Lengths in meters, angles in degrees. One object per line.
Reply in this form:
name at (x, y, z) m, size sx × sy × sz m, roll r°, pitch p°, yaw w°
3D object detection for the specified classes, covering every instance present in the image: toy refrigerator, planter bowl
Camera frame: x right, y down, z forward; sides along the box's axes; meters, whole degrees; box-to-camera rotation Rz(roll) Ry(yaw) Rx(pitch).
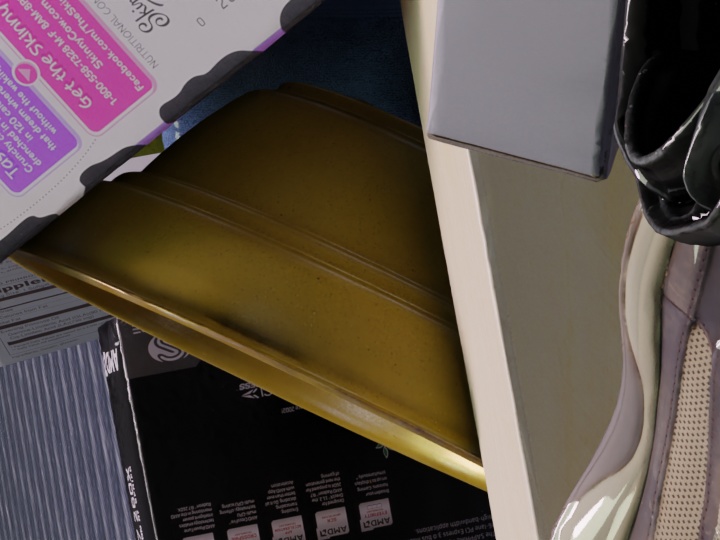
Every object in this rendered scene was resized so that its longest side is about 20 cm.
toy refrigerator at (0.064, 0.018, 0.759) m, size 0.076 × 0.070 × 0.201 m, roll 157°, pitch 103°, yaw -84°
planter bowl at (0.000, 0.000, 0.882) m, size 0.084 × 0.200 × 0.200 m, roll -65°, pitch 12°, yaw -5°

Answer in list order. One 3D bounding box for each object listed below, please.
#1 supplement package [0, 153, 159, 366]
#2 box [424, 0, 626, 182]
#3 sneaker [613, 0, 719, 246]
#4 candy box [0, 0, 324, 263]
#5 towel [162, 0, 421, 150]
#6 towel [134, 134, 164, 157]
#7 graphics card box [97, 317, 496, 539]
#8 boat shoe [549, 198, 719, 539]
supplement package at (-0.099, -0.091, 1.134) m, size 0.111 × 0.155 × 0.201 m, roll 73°, pitch -179°, yaw -65°
box at (0.056, -0.142, 0.560) m, size 0.201 × 0.041 × 0.156 m, roll 94°, pitch -166°, yaw -45°
sneaker at (0.098, 0.004, 0.525) m, size 0.071 × 0.099 × 0.201 m, roll 179°, pitch 80°, yaw -75°
candy box at (-0.069, -0.084, 0.845) m, size 0.072 × 0.200 × 0.168 m, roll 48°, pitch -157°, yaw -11°
towel at (-0.016, -0.092, 0.960) m, size 0.049 × 0.111 × 0.201 m, roll -43°, pitch -47°, yaw -57°
towel at (-0.081, -0.080, 1.007) m, size 0.018 × 0.199 × 0.086 m, roll -128°, pitch 30°, yaw -60°
graphics card box at (-0.010, 0.103, 1.013) m, size 0.051 × 0.125 × 0.201 m, roll 162°, pitch 97°, yaw -77°
boat shoe at (0.098, 0.027, 0.642) m, size 0.073 × 0.074 × 0.201 m, roll 36°, pitch 134°, yaw 29°
